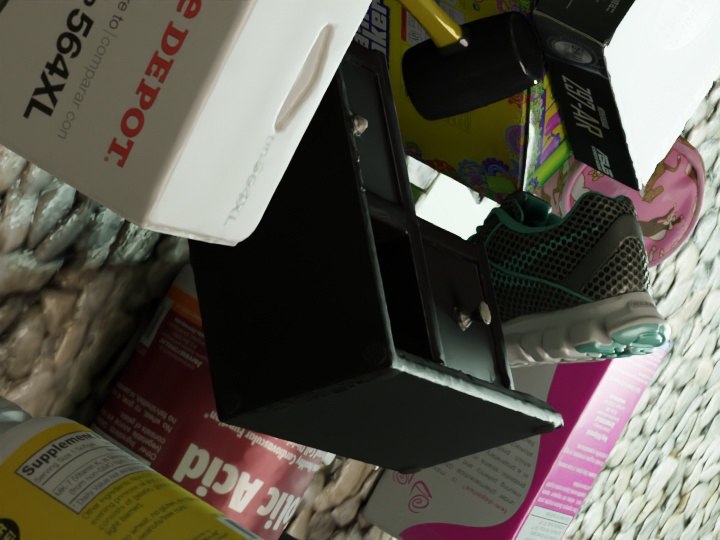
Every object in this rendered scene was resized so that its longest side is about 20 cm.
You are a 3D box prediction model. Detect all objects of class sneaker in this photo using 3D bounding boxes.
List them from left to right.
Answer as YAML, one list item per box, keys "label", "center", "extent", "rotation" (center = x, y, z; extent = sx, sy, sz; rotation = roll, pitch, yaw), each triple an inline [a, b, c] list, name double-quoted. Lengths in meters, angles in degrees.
- label: "sneaker"
  center: [0.078, 0.005, 1.476]
  extent: [0.077, 0.199, 0.092]
  rotation: [3, 81, -47]

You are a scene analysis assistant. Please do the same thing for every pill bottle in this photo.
- label: "pill bottle"
  center: [-0.128, 0.138, 1.307]
  extent: [0.114, 0.200, 0.115]
  rotation: [-45, 152, -32]
- label: "pill bottle"
  center: [-0.090, 0.108, 1.456]
  extent: [0.201, 0.114, 0.114]
  rotation: [-61, 156, -1]

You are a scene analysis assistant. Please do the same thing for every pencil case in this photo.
- label: "pencil case"
  center: [0.131, -0.066, 1.613]
  extent: [0.200, 0.082, 0.087]
  rotation: [-123, -137, -69]

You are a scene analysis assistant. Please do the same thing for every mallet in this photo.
- label: "mallet"
  center: [0.008, -0.133, 1.331]
  extent: [0.200, 0.066, 0.041]
  rotation: [36, 41, -42]

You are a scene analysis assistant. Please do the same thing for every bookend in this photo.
- label: "bookend"
  center: [0.001, -0.019, 1.365]
  extent: [0.200, 0.092, 0.200]
  rotation: [24, 52, -61]

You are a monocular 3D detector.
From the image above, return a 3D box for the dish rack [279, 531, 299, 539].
- label: "dish rack"
  center: [-0.053, 0.240, 1.756]
  extent: [0.154, 0.054, 0.200]
  rotation: [-58, 157, -4]

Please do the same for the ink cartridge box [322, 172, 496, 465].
- label: "ink cartridge box"
  center: [0.000, 0.000, 1.581]
  extent: [0.200, 0.059, 0.104]
  rotation: [-56, 157, -9]

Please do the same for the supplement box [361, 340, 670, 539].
- label: "supplement box"
  center: [0.102, 0.102, 1.851]
  extent: [0.201, 0.101, 0.103]
  rotation: [-60, 157, 1]

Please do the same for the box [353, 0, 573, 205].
- label: "box"
  center: [0.093, -0.177, 1.489]
  extent: [0.193, 0.122, 0.200]
  rotation: [-44, 151, -33]

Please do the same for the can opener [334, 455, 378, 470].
- label: "can opener"
  center: [0.030, 0.058, 1.693]
  extent: [0.053, 0.066, 0.200]
  rotation: [-69, 171, 25]

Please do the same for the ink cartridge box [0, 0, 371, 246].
- label: "ink cartridge box"
  center: [-0.106, -0.119, 1.059]
  extent: [0.146, 0.200, 0.084]
  rotation: [-64, 156, 7]

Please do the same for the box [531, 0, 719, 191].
- label: "box"
  center: [0.168, -0.161, 1.453]
  extent: [0.200, 0.043, 0.160]
  rotation: [-55, 156, -15]
